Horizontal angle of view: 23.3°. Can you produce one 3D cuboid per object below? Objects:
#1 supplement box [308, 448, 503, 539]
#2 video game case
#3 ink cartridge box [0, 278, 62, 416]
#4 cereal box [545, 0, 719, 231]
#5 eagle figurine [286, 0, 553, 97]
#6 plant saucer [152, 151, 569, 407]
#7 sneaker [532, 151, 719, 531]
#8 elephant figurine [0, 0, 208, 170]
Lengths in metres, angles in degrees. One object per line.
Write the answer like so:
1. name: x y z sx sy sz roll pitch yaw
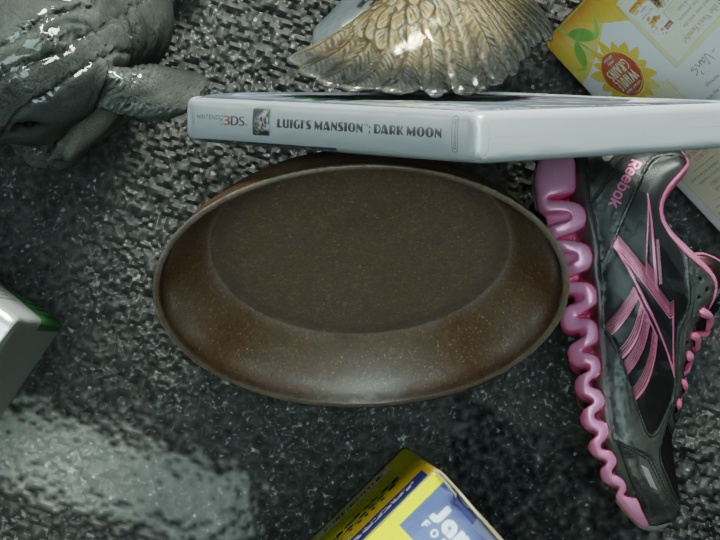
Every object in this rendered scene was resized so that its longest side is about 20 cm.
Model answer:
1. supplement box: 0.025 0.161 0.808 0.109 0.200 0.109 -44 89 -4
2. video game case: 0.053 -0.068 0.789 0.199 0.181 0.024 -7 101 -44
3. ink cartridge box: -0.254 0.000 0.835 0.199 0.146 0.084 35 88 1
4. cereal box: 0.200 -0.084 0.859 0.200 0.144 0.040 47 54 0
5. eagle figurine: 0.023 -0.144 0.815 0.151 0.200 0.152 21 91 12
6. plant saucer: 0.000 0.000 0.838 0.198 0.201 0.037 -1 54 -2
7. sneaker: 0.147 0.028 0.876 0.094 0.079 0.202 -11 89 5
8. elephant figurine: -0.141 -0.101 0.808 0.141 0.200 0.156 22 92 -19
